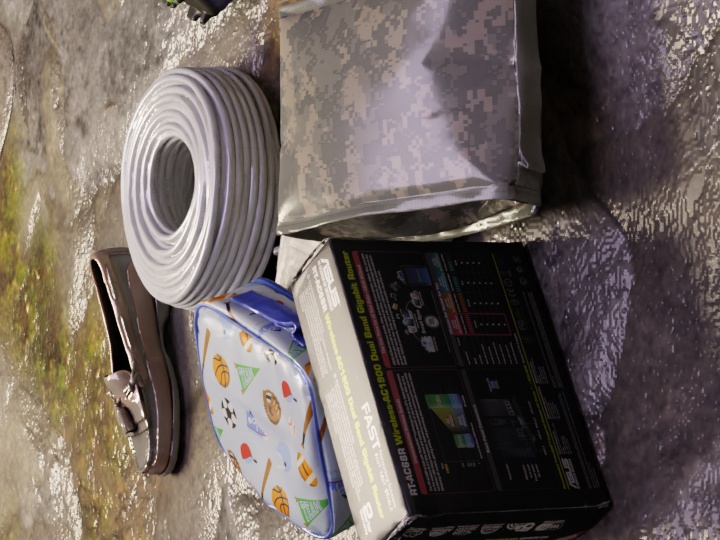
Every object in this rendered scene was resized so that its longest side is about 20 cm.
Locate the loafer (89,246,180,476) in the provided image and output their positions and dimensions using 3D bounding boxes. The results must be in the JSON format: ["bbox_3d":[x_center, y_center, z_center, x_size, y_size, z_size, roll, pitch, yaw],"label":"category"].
[{"bbox_3d":[-0.199,0.078,1.874,0.072,0.063,0.200,-23,69,55],"label":"loafer"}]

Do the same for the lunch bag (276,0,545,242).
[{"bbox_3d":[0.046,-0.108,1.425,0.200,0.118,0.164,-9,77,46],"label":"lunch bag"}]

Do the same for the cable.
[{"bbox_3d":[-0.131,-0.065,1.765,0.200,0.069,0.200,-20,72,57],"label":"cable"}]

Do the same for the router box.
[{"bbox_3d":[0.054,0.078,1.379,0.062,0.150,0.200,-49,48,47],"label":"router box"}]

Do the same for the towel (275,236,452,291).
[{"bbox_3d":[0.000,0.000,1.584,0.200,0.034,0.133,32,117,54],"label":"towel"}]

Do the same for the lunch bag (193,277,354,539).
[{"bbox_3d":[-0.045,0.094,1.580,0.200,0.076,0.160,27,130,54],"label":"lunch bag"}]

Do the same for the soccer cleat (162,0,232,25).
[{"bbox_3d":[-0.146,-0.263,1.828,0.084,0.065,0.200,-53,32,0],"label":"soccer cleat"}]
